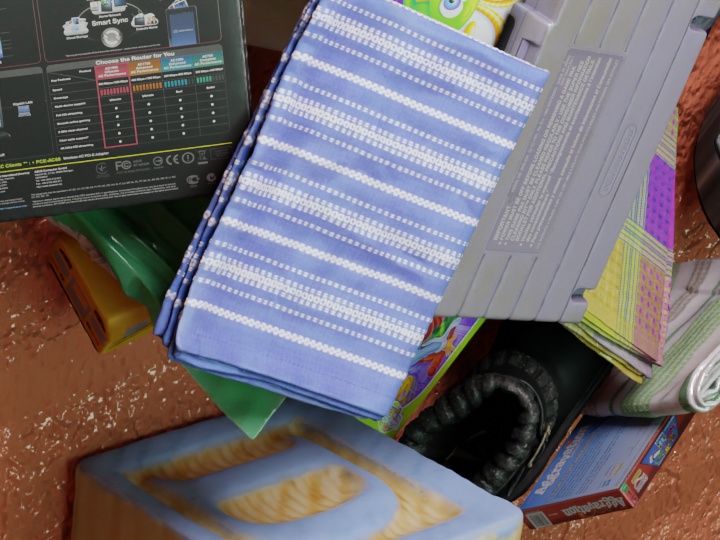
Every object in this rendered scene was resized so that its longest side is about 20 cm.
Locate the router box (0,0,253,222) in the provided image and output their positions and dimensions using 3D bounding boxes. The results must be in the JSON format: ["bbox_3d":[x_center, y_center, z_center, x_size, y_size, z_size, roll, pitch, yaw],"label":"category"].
[{"bbox_3d":[-0.153,-0.105,1.169,0.199,0.062,0.151,-7,122,-6],"label":"router box"}]

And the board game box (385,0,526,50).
[{"bbox_3d":[0.040,-0.163,1.269,0.103,0.105,0.200,-54,140,-2],"label":"board game box"}]

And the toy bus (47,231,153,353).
[{"bbox_3d":[-0.069,-0.030,1.334,0.199,0.065,0.078,-28,175,-18],"label":"toy bus"}]

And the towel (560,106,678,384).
[{"bbox_3d":[0.154,-0.043,1.564,0.143,0.023,0.201,32,56,-42],"label":"towel"}]

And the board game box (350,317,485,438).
[{"bbox_3d":[0.000,0.000,1.481,0.135,0.045,0.200,-52,139,-15],"label":"board game box"}]

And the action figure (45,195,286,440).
[{"bbox_3d":[-0.099,-0.020,1.255,0.118,0.200,0.055,-52,-178,-17],"label":"action figure"}]

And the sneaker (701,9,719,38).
[{"bbox_3d":[0.190,-0.171,1.563,0.200,0.074,0.088,0,119,-61],"label":"sneaker"}]

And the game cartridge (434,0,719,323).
[{"bbox_3d":[0.105,-0.067,1.294,0.129,0.038,0.201,6,114,-41],"label":"game cartridge"}]

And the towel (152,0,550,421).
[{"bbox_3d":[-0.003,-0.030,1.201,0.144,0.024,0.201,20,100,-32],"label":"towel"}]

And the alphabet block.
[{"bbox_3d":[-0.046,0.213,1.426,0.195,0.196,0.201,-14,120,-41],"label":"alphabet block"}]

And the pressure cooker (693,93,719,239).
[{"bbox_3d":[0.327,-0.092,1.638,0.200,0.178,0.177,113,3,-72],"label":"pressure cooker"}]

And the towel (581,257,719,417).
[{"bbox_3d":[0.212,0.039,1.634,0.149,0.200,0.031,-45,106,-21],"label":"towel"}]

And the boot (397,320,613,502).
[{"bbox_3d":[0.104,0.063,1.561,0.212,0.079,0.158,-66,162,2],"label":"boot"}]

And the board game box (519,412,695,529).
[{"bbox_3d":[0.188,0.091,1.637,0.019,0.103,0.200,51,53,-16],"label":"board game box"}]

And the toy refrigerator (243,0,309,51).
[{"bbox_3d":[-0.073,-0.161,1.292,0.199,0.076,0.070,7,104,-48],"label":"toy refrigerator"}]
